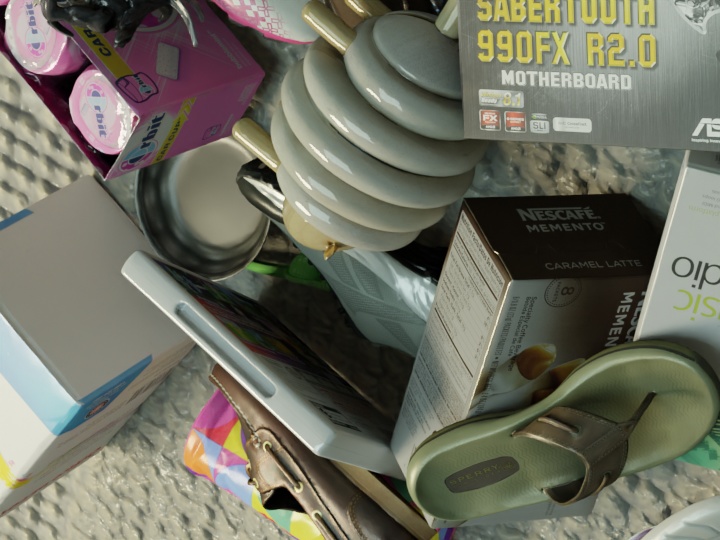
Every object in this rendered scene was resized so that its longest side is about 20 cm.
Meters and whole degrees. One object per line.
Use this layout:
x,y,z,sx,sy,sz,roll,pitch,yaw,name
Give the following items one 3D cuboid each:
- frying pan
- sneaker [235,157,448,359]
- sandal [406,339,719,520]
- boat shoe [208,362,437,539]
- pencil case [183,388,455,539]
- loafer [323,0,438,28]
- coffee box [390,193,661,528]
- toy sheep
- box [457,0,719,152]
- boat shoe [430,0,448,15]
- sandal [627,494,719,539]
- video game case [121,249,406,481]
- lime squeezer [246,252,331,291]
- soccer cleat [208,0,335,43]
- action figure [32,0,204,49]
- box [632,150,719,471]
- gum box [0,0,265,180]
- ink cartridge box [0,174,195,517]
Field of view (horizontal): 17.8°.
-0.080,-0.073,1.539,0.190,0.031,0.115,-43,75,29,frying pan
0.000,0.000,1.449,0.200,0.074,0.079,37,117,1,sneaker
0.118,0.106,1.314,0.201,0.057,0.080,-27,113,22,sandal
-0.040,0.131,1.505,0.070,0.070,0.200,-47,59,1,boat shoe
-0.027,0.152,1.582,0.200,0.088,0.088,32,130,24,pencil case
-0.006,-0.182,1.388,0.073,0.071,0.200,-1,113,40,loafer
0.102,0.056,1.385,0.080,0.114,0.200,-117,33,-45,coffee box
0.012,-0.089,1.332,0.138,0.138,0.200,43,127,14,toy sheep
0.147,-0.146,1.219,0.200,0.048,0.158,6,106,32,box
0.053,-0.231,1.313,0.084,0.069,0.200,18,124,32,boat shoe
0.191,0.185,1.434,0.203,0.082,0.050,122,150,-44,sandal
-0.049,0.066,1.483,0.182,0.200,0.023,41,96,22,video game case
-0.029,-0.017,1.523,0.200,0.038,0.071,-31,91,46,lime squeezer
-0.085,-0.227,1.428,0.200,0.070,0.086,46,143,13,soccer cleat
-0.184,-0.204,1.402,0.200,0.119,0.102,17,130,-7,action figure
0.231,0.032,1.293,0.144,0.036,0.200,14,126,6,box
-0.172,-0.164,1.496,0.200,0.113,0.066,50,135,17,gum box
-0.239,0.063,1.667,0.146,0.147,0.200,49,134,7,ink cartridge box
